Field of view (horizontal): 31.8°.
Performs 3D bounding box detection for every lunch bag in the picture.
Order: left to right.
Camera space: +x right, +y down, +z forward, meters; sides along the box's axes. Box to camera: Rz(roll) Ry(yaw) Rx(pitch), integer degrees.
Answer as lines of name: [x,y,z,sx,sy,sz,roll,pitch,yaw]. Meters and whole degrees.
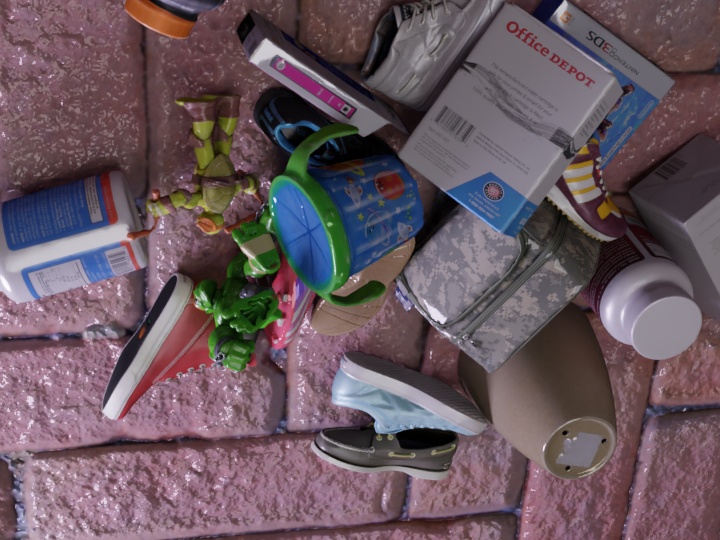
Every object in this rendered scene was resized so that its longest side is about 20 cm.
lunch bag: [0.154,-0.005,1.471,0.168,0.139,0.200,42,120,-4]

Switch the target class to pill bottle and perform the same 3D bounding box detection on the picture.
pill bottle: [-0.339,-0.030,1.366,0.200,0.112,0.112,-15,122,-4]
pill bottle: [-0.161,-0.330,1.241,0.106,0.106,0.200,21,112,-23]
pill bottle: [0.323,0.017,1.500,0.113,0.200,0.113,-6,120,-10]

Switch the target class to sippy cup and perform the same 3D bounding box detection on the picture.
sippy cup: [-0.009,-0.059,1.345,0.130,0.140,0.178,-23,154,-25]

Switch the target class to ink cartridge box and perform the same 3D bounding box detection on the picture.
ink cartridge box: [-0.039,-0.200,1.351,0.200,0.095,0.037,29,108,-26]
ink cartridge box: [0.161,-0.157,1.344,0.145,0.084,0.200,38,99,16]

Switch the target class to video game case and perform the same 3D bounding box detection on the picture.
video game case: [0.230,-0.190,1.451,0.181,0.045,0.200,29,109,-25]

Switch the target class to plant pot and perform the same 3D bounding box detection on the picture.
plant pot: [0.238,0.161,1.563,0.187,0.200,0.188,-6,121,-11]

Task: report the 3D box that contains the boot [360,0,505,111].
boot: [0.078,-0.267,1.352,0.095,0.074,0.200,17,115,-29]

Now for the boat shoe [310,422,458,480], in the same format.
boat shoe: [0.034,0.222,1.625,0.201,0.072,0.060,11,114,-26]

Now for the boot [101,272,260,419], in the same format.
boot: [-0.207,0.116,1.503,0.144,0.072,0.200,30,105,-24]

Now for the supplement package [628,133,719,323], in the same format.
supplement package: [0.437,-0.042,1.532,0.121,0.120,0.200,-38,121,-5]

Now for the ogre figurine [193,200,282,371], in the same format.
ogre figurine: [-0.129,0.030,1.408,0.098,0.200,0.120,2,156,-22]

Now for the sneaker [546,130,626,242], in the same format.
sneaker: [0.252,-0.111,1.432,0.200,0.075,0.090,34,113,-29]

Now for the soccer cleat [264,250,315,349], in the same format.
soccer cleat: [-0.068,0.008,1.484,0.076,0.067,0.200,-8,126,-32]

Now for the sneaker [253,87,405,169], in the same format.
sneaker: [-0.030,-0.126,1.403,0.200,0.082,0.073,25,109,-26]

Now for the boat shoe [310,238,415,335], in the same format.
boat shoe: [0.000,0.000,1.493,0.072,0.065,0.200,14,134,-22]

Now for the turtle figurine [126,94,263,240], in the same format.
turtle figurine: [-0.166,-0.104,1.353,0.200,0.064,0.161,-15,112,-46]

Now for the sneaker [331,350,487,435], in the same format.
sneaker: [0.057,0.172,1.584,0.200,0.074,0.082,24,108,0]
